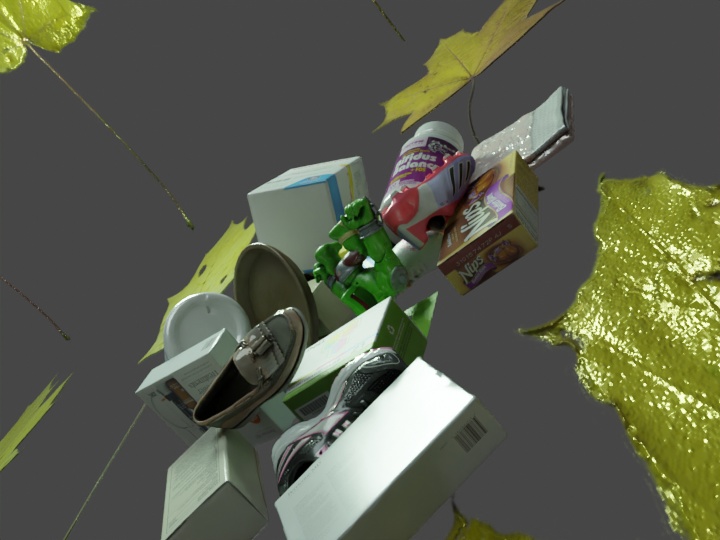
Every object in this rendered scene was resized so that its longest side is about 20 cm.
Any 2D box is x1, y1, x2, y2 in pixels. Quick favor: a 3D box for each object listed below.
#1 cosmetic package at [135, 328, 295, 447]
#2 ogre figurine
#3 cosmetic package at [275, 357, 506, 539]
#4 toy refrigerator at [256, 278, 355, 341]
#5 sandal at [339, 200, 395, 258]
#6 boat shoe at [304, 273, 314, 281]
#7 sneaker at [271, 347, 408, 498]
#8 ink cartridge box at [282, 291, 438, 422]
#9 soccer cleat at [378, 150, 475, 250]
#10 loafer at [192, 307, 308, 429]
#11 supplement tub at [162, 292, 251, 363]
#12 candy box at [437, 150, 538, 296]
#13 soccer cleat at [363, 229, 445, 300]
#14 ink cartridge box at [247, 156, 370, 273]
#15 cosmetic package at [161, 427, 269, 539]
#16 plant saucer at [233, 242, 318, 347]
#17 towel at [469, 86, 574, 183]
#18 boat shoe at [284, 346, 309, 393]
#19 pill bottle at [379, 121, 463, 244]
[{"bbox_3d":[-0.197,0.177,1.125,0.198,0.151,0.052,-28,22,42],"label":"cosmetic package"},{"bbox_3d":[0.000,0.000,1.074,0.098,0.121,0.200,-27,-15,-48],"label":"ogre figurine"},{"bbox_3d":[0.019,0.179,0.735,0.200,0.052,0.151,-44,17,-5],"label":"cosmetic package"},{"bbox_3d":[-0.098,0.077,1.289,0.199,0.076,0.070,-21,26,53],"label":"toy refrigerator"},{"bbox_3d":[0.054,-0.055,1.286,0.086,0.080,0.201,9,51,46],"label":"sandal"},{"bbox_3d":[-0.083,0.029,1.390,0.074,0.069,0.199,-45,15,-13],"label":"boat shoe"},{"bbox_3d":[-0.013,0.172,0.849,0.201,0.080,0.087,-49,19,18],"label":"sneaker"},{"bbox_3d":[0.005,0.089,0.992,0.147,0.076,0.201,-34,19,30],"label":"ink cartridge box"},{"bbox_3d":[0.102,-0.092,1.080,0.199,0.077,0.067,-35,-10,-45],"label":"soccer cleat"},{"bbox_3d":[-0.131,0.123,0.972,0.062,0.072,0.201,-1,-42,-45],"label":"loafer"},{"bbox_3d":[-0.235,0.128,1.268,0.132,0.131,0.201,-49,-8,-25],"label":"supplement tub"},{"bbox_3d":[0.164,-0.064,1.045,0.116,0.057,0.201,-35,16,27],"label":"candy box"},{"bbox_3d":[0.055,0.006,1.139,0.199,0.069,0.088,-24,42,50],"label":"soccer cleat"},{"bbox_3d":[-0.076,-0.094,1.413,0.144,0.149,0.200,-8,16,19],"label":"ink cartridge box"},{"bbox_3d":[-0.173,0.263,0.979,0.103,0.073,0.200,-43,15,0],"label":"cosmetic package"},{"bbox_3d":[-0.123,0.056,1.221,0.029,0.204,0.199,-19,-2,-38],"label":"plant saucer"},{"bbox_3d":[0.235,-0.186,1.242,0.190,0.032,0.201,-35,16,27],"label":"towel"},{"bbox_3d":[-0.119,0.145,1.162,0.199,0.072,0.070,-27,21,45],"label":"boat shoe"},{"bbox_3d":[0.100,-0.133,1.238,0.111,0.112,0.202,-30,28,37],"label":"pill bottle"}]
